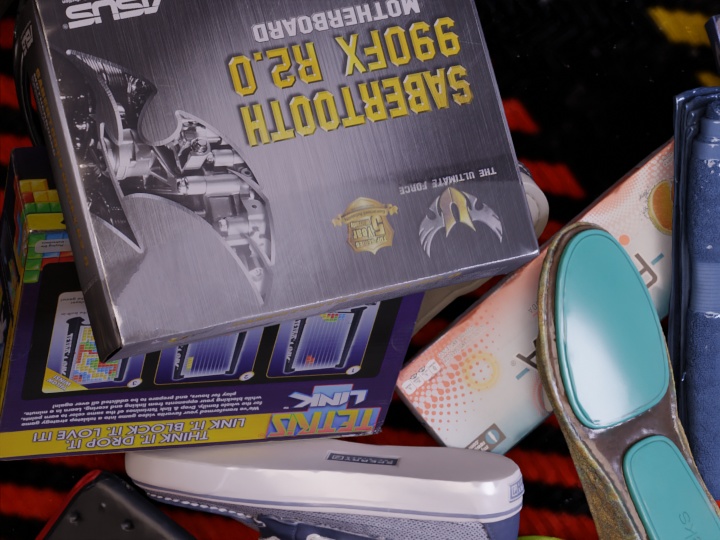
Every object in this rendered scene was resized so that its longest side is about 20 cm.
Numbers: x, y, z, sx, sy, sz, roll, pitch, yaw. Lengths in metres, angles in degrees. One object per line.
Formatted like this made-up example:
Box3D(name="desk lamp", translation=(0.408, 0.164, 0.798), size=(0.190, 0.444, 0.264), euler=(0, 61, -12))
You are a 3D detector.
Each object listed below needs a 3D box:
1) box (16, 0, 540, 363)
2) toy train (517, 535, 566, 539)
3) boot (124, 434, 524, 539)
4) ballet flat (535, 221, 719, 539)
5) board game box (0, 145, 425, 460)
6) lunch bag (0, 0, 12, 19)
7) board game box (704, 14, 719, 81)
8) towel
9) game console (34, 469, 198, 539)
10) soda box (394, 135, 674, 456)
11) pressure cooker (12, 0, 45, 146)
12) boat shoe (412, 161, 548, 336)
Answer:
Box3D(name="box", translation=(-0.036, -0.058, 1.261), size=(0.199, 0.048, 0.159), euler=(-12, 82, -19))
Box3D(name="toy train", translation=(0.085, 0.185, 1.441), size=(0.199, 0.085, 0.116), euler=(1, 71, 6))
Box3D(name="boot", translation=(-0.021, 0.132, 1.408), size=(0.199, 0.073, 0.091), euler=(6, 106, 14))
Box3D(name="ballet flat", translation=(0.123, 0.077, 1.387), size=(0.070, 0.071, 0.201), euler=(-21, 89, -2))
Box3D(name="board game box", translation=(-0.073, 0.013, 1.349), size=(0.199, 0.166, 0.057), euler=(-2, 50, -18))
Box3D(name="lunch bag", translation=(-0.238, -0.223, 1.430), size=(0.200, 0.118, 0.164), euler=(33, 87, -4))
Box3D(name="board game box", translation=(0.267, -0.049, 1.469), size=(0.135, 0.035, 0.201), euler=(-15, 88, -1))
Box3D(name="towel", translation=(0.205, 0.008, 1.405), size=(0.111, 0.049, 0.201), euler=(-4, 104, -14))
Box3D(name="game console", translation=(-0.104, 0.222, 1.433), size=(0.200, 0.031, 0.177), euler=(38, 101, 1))
Box3D(name="soda box", translation=(0.110, 0.016, 1.450), size=(0.200, 0.064, 0.068), euler=(-40, 89, -2))
Box3D(name="pressure cooker", translation=(-0.069, -0.102, 1.395), size=(0.199, 0.179, 0.177), euler=(-16, 89, -3))
Box3D(name="boat shoe", translation=(0.000, 0.000, 1.463), size=(0.200, 0.073, 0.063), euler=(-32, 45, 3))
